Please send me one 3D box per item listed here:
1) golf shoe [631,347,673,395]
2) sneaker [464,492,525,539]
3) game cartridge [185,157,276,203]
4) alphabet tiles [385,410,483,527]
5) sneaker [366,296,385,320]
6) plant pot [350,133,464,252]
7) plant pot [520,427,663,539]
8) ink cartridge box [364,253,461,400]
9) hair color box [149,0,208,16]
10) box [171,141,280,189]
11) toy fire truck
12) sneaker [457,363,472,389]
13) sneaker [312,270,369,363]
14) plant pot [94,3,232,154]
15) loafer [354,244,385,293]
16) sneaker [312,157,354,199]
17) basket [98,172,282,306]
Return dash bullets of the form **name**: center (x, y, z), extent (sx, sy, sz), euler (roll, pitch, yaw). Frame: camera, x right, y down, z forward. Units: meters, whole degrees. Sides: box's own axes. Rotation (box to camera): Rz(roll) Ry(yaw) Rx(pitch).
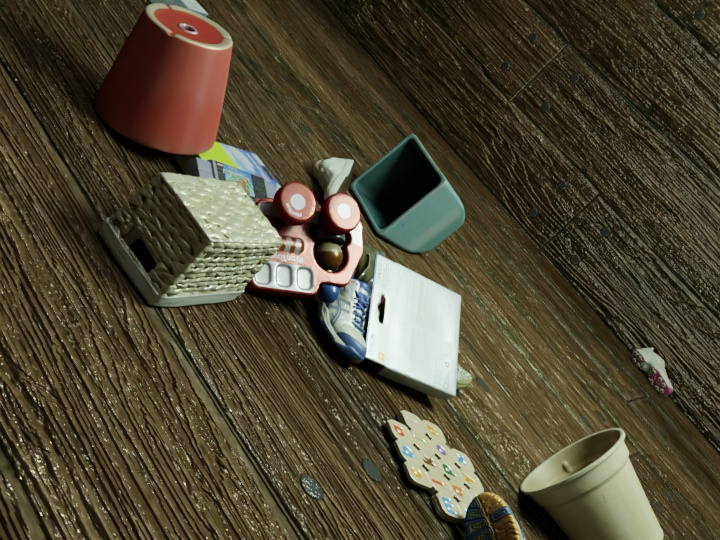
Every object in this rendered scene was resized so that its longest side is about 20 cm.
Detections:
- **golf shoe**: center (1.039, 0.344, 3.034), extent (0.091, 0.075, 0.200), euler (-14, 52, -20)
- **sneaker**: center (0.209, 0.402, 1.185), extent (0.088, 0.075, 0.200), euler (39, 22, -55)
- **game cartridge**: center (-0.193, -0.102, 1.392), extent (0.200, 0.038, 0.130), euler (14, 63, -57)
- **alphabet tiles**: center (0.118, 0.298, 1.302), extent (0.196, 0.015, 0.200), euler (31, 23, -37)
- **sneaker**: center (0.075, 0.075, 1.613), extent (0.095, 0.079, 0.200), euler (60, 22, 8)
- **plant pot**: center (0.133, -0.157, 2.050), extent (0.200, 0.196, 0.196), euler (40, 16, -47)
- **plant pot**: center (0.404, 0.398, 1.465), extent (0.184, 0.200, 0.200), euler (59, 20, 4)
- **ink cartridge box**: center (0.083, 0.096, 1.465), extent (0.200, 0.043, 0.196), euler (26, 55, -28)
- **hair color box**: center (-0.459, -0.652, 2.025), extent (0.200, 0.061, 0.099), euler (48, 18, 7)
- **box**: center (-0.226, -0.167, 1.503), extent (0.122, 0.048, 0.200), euler (53, 21, 22)
- **toy fire truck**: center (-0.086, -0.035, 1.352), extent (0.200, 0.112, 0.168), euler (10, 72, -32)
- **sneaker**: center (0.143, 0.142, 1.569), extent (0.200, 0.089, 0.077), euler (36, 20, -26)
- **sneaker**: center (-0.022, 0.056, 1.387), extent (0.075, 0.088, 0.200), euler (49, 11, -49)
- **plant pot**: center (-0.298, -0.309, 1.373), extent (0.200, 0.177, 0.200), euler (21, 30, -13)
- **loafer**: center (0.000, 0.000, 1.617), extent (0.070, 0.075, 0.200), euler (30, 16, -6)
- **sneaker**: center (-0.070, -0.194, 1.900), extent (0.085, 0.073, 0.200), euler (13, 27, 2)
- **basket**: center (-0.215, -0.043, 1.145), extent (0.136, 0.123, 0.200), euler (51, 18, 15)
